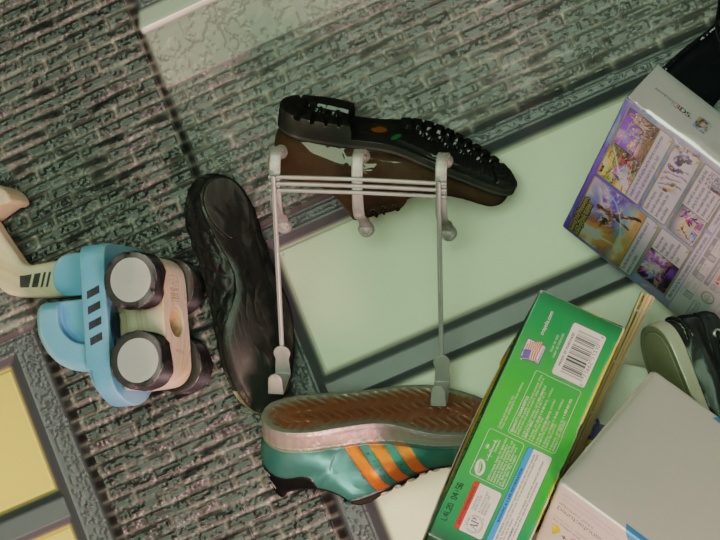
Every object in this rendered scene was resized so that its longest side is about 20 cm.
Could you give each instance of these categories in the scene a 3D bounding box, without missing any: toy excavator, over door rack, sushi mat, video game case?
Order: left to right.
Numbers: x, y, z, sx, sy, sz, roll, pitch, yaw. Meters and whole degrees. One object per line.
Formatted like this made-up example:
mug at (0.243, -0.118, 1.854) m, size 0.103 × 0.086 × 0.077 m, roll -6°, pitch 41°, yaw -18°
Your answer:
toy excavator at (-0.236, 0.018, 1.775) m, size 0.199 × 0.100 × 0.196 m, roll -7°, pitch 84°, yaw 19°
over door rack at (0.000, 0.000, 1.715) m, size 0.147 × 0.067 × 0.201 m, roll 3°, pitch 105°, yaw 9°
sushi mat at (0.178, 0.110, 1.658) m, size 0.012 × 0.096 × 0.201 m, roll 24°, pitch 91°, yaw 7°
video game case at (0.256, -0.038, 1.631) m, size 0.181 × 0.200 × 0.045 m, roll 38°, pitch 63°, yaw 10°

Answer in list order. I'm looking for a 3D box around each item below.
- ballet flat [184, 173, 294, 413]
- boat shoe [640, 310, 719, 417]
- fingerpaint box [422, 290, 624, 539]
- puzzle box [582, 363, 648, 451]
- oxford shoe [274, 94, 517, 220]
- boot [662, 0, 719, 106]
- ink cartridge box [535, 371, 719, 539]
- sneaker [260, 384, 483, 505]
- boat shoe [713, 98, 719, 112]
ballet flat at (-0.097, 0.018, 1.773) m, size 0.066 × 0.057 × 0.201 m, roll -12°, pitch 89°, yaw -18°
boat shoe at (0.278, 0.124, 1.654) m, size 0.066 × 0.074 × 0.200 m, roll -23°, pitch 90°, yaw -21°
fingerpaint box at (0.112, 0.135, 1.603) m, size 0.073 × 0.167 × 0.201 m, roll 25°, pitch 74°, yaw 4°
puzzle box at (0.221, 0.143, 1.710) m, size 0.199 × 0.025 × 0.134 m, roll 13°, pitch 89°, yaw 11°
oxford shoe at (0.027, -0.079, 1.747) m, size 0.199 × 0.073 × 0.085 m, roll 15°, pitch 115°, yaw 8°
boot at (0.277, -0.165, 1.646) m, size 0.076 × 0.168 × 0.200 m, roll 43°, pitch 95°, yaw 11°
ink cartridge box at (0.210, 0.199, 1.594) m, size 0.128 × 0.200 × 0.125 m, roll 35°, pitch 58°, yaw 16°
sneaker at (0.020, 0.143, 1.732) m, size 0.199 × 0.071 × 0.080 m, roll 0°, pitch 121°, yaw -1°
boat shoe at (0.341, -0.072, 1.633) m, size 0.071 × 0.070 × 0.201 m, roll -38°, pitch 123°, yaw 7°
